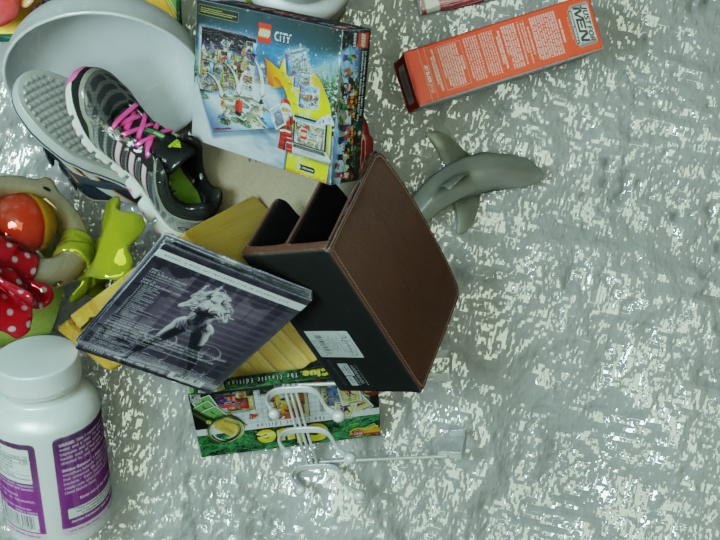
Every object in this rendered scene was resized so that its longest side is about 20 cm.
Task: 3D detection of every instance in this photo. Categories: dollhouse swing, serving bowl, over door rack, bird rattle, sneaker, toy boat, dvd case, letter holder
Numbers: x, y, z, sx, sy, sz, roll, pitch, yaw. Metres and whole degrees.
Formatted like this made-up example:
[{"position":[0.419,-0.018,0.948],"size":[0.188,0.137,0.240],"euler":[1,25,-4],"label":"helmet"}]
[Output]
[{"position":[-0.148,0.058,1.159],"size":[0.200,0.182,0.176],"euler":[-31,93,32],"label":"dollhouse swing"},{"position":[-0.253,-0.211,1.171],"size":[0.199,0.200,0.066],"euler":[0,58,-4],"label":"serving bowl"},{"position":[0.012,0.169,1.219],"size":[0.199,0.067,0.148],"euler":[-12,134,0],"label":"over door rack"},{"position":[-0.318,-0.019,1.115],"size":[0.163,0.200,0.113],"euler":[52,134,18],"label":"bird rattle"},{"position":[-0.278,-0.123,1.176],"size":[0.200,0.079,0.079],"euler":[37,55,-35],"label":"sneaker"},{"position":[-0.202,-0.119,1.133],"size":[0.200,0.087,0.074],"euler":[56,46,-18],"label":"sneaker"},{"position":[-0.066,-0.114,1.207],"size":[0.199,0.131,0.131],"euler":[5,94,28],"label":"toy boat"},{"position":[-0.158,0.045,1.083],"size":[0.148,0.200,0.016],"euler":[22,49,-25],"label":"dvd case"},{"position":[0.000,0.000,1.125],"size":[0.200,0.100,0.143],"euler":[57,45,-36],"label":"letter holder"}]

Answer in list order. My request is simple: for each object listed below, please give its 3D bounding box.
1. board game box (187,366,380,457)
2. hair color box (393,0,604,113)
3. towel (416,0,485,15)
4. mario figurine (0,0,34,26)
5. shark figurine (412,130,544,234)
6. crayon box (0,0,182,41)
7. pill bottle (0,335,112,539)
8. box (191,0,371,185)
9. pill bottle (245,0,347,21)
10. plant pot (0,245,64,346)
[{"position":[-0.078,0.148,1.244],"size":[0.199,0.024,0.105],"euler":[-7,135,-3],"label":"board game box"},{"position":[0.141,-0.225,1.222],"size":[0.199,0.102,0.062],"euler":[-17,95,-3],"label":"hair color box"},{"position":[0.143,-0.367,1.252],"size":[0.199,0.023,0.145],"euler":[-14,97,-1],"label":"towel"},{"position":[-0.319,-0.316,1.152],"size":[0.200,0.106,0.123],"euler":[-46,53,-9],"label":"mario figurine"},{"position":[0.085,-0.065,1.238],"size":[0.128,0.090,0.215],"euler":[42,89,-4],"label":"shark figurine"},{"position":[-0.286,-0.300,1.209],"size":[0.199,0.058,0.120],"euler":[-1,94,-4],"label":"crayon box"},{"position":[-0.315,0.171,1.183],"size":[0.112,0.112,0.201],"euler":[-2,117,-4],"label":"pill bottle"},{"position":[-0.079,-0.169,1.079],"size":[0.038,0.199,0.137],"euler":[-13,116,-45],"label":"box"},{"position":[-0.061,-0.291,1.153],"size":[0.110,0.200,0.112],"euler":[0,93,-4],"label":"pill bottle"},{"position":[-0.404,0.004,1.175],"size":[0.199,0.187,0.188],"euler":[15,93,-21],"label":"plant pot"}]
